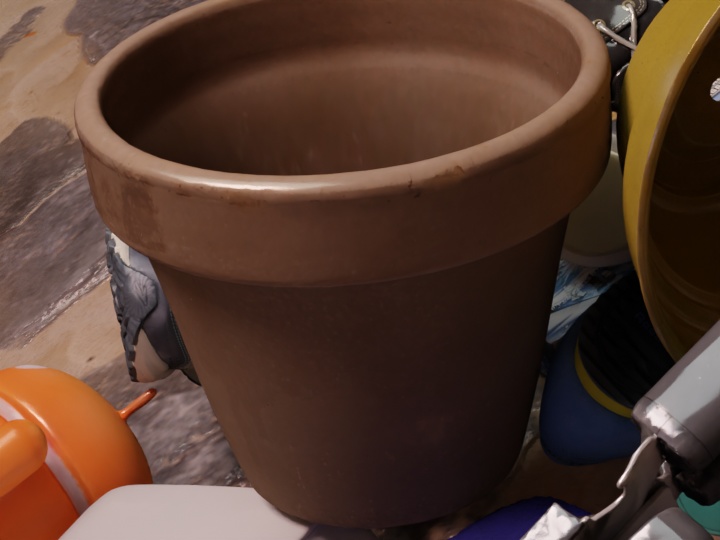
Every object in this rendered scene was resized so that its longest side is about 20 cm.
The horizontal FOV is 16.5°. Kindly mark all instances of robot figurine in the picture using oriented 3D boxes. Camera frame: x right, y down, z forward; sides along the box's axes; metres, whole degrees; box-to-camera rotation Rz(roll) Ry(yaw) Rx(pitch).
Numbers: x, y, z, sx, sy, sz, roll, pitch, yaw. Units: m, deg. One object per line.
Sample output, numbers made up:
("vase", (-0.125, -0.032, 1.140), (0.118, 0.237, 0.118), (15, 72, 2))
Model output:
("robot figurine", (-0.177, 0.121, 1.119), (0.200, 0.144, 0.117), (-36, 39, -24))

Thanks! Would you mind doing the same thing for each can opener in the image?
("can opener", (0.126, 0.064, 0.832), (0.200, 0.053, 0.067), (-45, 58, -8))

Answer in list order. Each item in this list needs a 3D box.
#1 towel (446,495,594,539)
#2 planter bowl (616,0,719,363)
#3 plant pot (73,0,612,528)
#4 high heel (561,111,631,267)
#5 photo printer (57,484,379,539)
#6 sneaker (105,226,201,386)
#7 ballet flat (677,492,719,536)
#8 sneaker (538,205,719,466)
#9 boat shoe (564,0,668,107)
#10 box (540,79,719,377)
("towel", (0.061, 0.153, 0.868), (0.148, 0.050, 0.200), (-30, 22, -15))
("planter bowl", (0.158, -0.056, 0.929), (0.200, 0.201, 0.083), (-38, 39, -15))
("plant pot", (0.000, 0.000, 0.955), (0.200, 0.175, 0.200), (-4, 27, 2))
("high heel", (0.110, -0.058, 1.111), (0.200, 0.071, 0.143), (2, 23, 39))
("photo printer", (-0.101, 0.172, 0.987), (0.166, 0.069, 0.200), (-2, 36, 48))
("sneaker", (-0.060, 0.010, 1.171), (0.086, 0.078, 0.200), (-11, -6, 12))
("ballet flat", (0.198, 0.067, 0.851), (0.070, 0.067, 0.200), (-28, 20, -37))
("sneaker", (0.149, 0.017, 1.005), (0.200, 0.066, 0.078), (-30, -19, -29))
("boat shoe", (0.130, -0.125, 1.296), (0.068, 0.072, 0.200), (-8, 30, 49))
("box", (0.145, -0.028, 1.127), (0.200, 0.040, 0.137), (-35, 24, -8))
